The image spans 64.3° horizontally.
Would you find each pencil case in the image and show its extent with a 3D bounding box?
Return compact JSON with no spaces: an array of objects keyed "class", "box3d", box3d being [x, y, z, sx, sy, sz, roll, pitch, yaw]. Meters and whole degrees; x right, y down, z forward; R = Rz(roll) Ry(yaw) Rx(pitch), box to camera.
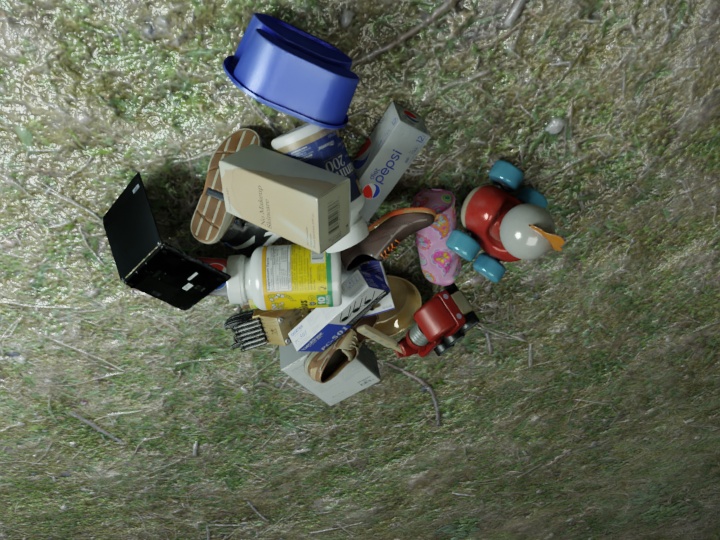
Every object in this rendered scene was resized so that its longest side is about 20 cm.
[{"class":"pencil case","box3d":[0.152,-0.064,1.123,0.086,0.088,0.202,-15,135,3]}]

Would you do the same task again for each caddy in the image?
[{"class":"caddy","box3d":[-0.097,-0.276,0.827,0.197,0.143,0.106,17,125,-24]}]

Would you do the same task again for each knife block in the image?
[{"class":"knife block","box3d":[-0.185,0.101,1.215,0.173,0.199,0.065,3,116,45]}]

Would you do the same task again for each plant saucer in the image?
[{"class":"plant saucer","box3d":[0.035,0.074,1.257,0.196,0.036,0.203,-6,133,-6]}]

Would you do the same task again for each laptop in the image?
[{"class":"laptop","box3d":[-0.338,-0.038,0.986,0.198,0.105,0.176,30,141,-30]}]

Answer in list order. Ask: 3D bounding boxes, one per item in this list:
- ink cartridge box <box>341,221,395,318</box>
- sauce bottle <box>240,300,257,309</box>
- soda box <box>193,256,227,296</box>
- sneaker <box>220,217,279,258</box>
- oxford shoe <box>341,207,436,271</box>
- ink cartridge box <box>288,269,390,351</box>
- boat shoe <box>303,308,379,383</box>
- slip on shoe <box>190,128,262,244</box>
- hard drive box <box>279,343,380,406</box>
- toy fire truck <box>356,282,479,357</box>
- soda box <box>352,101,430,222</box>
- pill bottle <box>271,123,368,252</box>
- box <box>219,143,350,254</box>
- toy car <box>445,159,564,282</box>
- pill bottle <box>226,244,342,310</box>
[{"class":"ink cartridge box","box3d":[0.000,0.000,1.145,0.093,0.037,0.203,-16,116,5]},{"class":"sauce bottle","box3d":[-0.148,0.035,1.161,0.195,0.065,0.065,-9,135,-2]},{"class":"soda box","box3d":[-0.238,0.016,1.092,0.195,0.072,0.063,5,174,-6]},{"class":"sneaker","box3d":[-0.184,-0.103,1.017,0.111,0.074,0.200,25,125,-32]},{"class":"oxford shoe","box3d":[0.050,-0.055,1.034,0.197,0.074,0.071,-21,155,26]},{"class":"ink cartridge box","box3d":[-0.041,0.082,1.118,0.199,0.045,0.094,-42,155,19]},{"class":"boat shoe","box3d":[-0.030,0.161,1.207,0.200,0.072,0.076,-46,128,-8]},{"class":"slip on shoe","box3d":[-0.219,-0.139,0.960,0.075,0.061,0.203,22,94,5]},{"class":"hard drive box","box3d":[-0.070,0.215,1.340,0.154,0.078,0.200,-30,132,16]},{"class":"toy fire truck","box3d":[0.113,0.117,1.177,0.198,0.130,0.177,-22,159,-32]},{"class":"soda box","box3d":[0.033,-0.184,0.994,0.067,0.064,0.201,18,127,-28]},{"class":"pill bottle","box3d":[-0.058,-0.138,0.935,0.109,0.111,0.203,-20,107,8]},{"class":"box","box3d":[-0.114,-0.112,0.860,0.078,0.197,0.097,-38,139,-41]},{"class":"toy car","box3d":[0.290,-0.066,1.022,0.176,0.199,0.186,33,91,-35]},{"class":"pill bottle","box3d":[-0.132,0.012,1.012,0.195,0.114,0.114,-2,134,-3]}]
